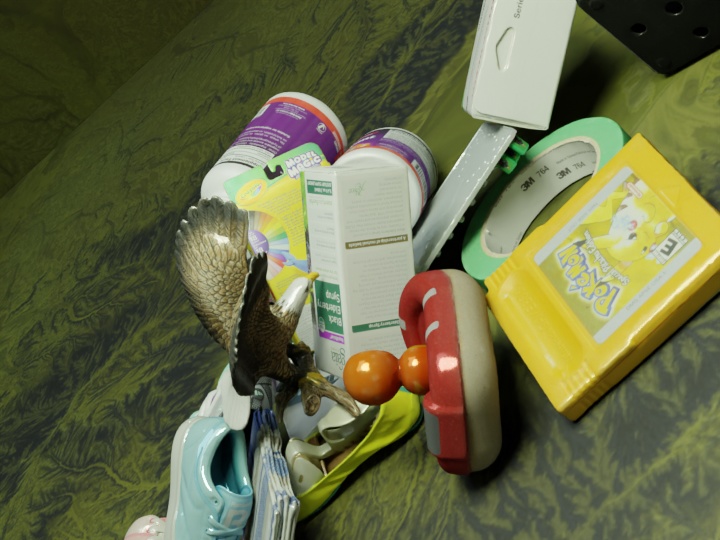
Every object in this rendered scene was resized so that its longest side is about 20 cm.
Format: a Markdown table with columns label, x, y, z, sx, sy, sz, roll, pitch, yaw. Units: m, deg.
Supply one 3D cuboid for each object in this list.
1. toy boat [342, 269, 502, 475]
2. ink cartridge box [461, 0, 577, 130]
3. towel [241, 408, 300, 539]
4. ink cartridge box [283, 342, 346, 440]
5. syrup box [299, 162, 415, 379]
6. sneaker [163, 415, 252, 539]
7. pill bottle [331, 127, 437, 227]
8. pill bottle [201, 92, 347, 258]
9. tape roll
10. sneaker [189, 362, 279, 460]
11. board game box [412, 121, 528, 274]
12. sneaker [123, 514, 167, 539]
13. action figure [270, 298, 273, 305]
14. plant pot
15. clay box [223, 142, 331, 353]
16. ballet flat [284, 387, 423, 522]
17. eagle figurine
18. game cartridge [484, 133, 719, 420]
| label | x | y | z | sx | sy | sz | roll | pitch | yaw |
| --- | --- | --- | --- | --- | --- | --- | --- | --- | --- |
| toy boat | 0.050 | 0.086 | 1.183 | 0.130 | 0.131 | 0.200 | -5 | 30 | 3 |
| ink cartridge box | 0.164 | -0.229 | 1.444 | 0.200 | 0.084 | 0.146 | -86 | 7 | -80 |
| towel | -0.088 | 0.234 | 1.297 | 0.200 | 0.024 | 0.147 | -118 | 35 | -68 |
| ink cartridge box | -0.014 | 0.094 | 1.444 | 0.176 | 0.045 | 0.200 | -48 | 22 | 6 |
| syrup box | 0.000 | 0.000 | 1.304 | 0.079 | 0.081 | 0.200 | 14 | 109 | 63 |
| sneaker | -0.140 | 0.239 | 1.313 | 0.082 | 0.074 | 0.200 | -13 | 80 | 50 |
| pill bottle | 0.028 | -0.101 | 1.556 | 0.111 | 0.111 | 0.200 | -41 | 4 | 19 |
| pill bottle | -0.103 | -0.103 | 1.538 | 0.112 | 0.112 | 0.200 | -23 | 26 | 48 |
| tape roll | 0.186 | -0.057 | 1.311 | 0.200 | 0.048 | 0.201 | -41 | 23 | 22 |
| sneaker | -0.149 | 0.191 | 1.438 | 0.140 | 0.078 | 0.200 | -84 | 17 | -59 |
| board game box | 0.097 | -0.060 | 1.415 | 0.200 | 0.026 | 0.200 | -56 | 7 | 5 |
| sneaker | -0.209 | 0.306 | 1.419 | 0.105 | 0.075 | 0.200 | -62 | 20 | -17 |
| action figure | -0.091 | -0.002 | 1.558 | 0.149 | 0.134 | 0.200 | 18 | 51 | 19 |
| plant pot | 0.306 | -0.318 | 1.338 | 0.199 | 0.200 | 0.178 | -29 | 39 | 40 |
| clay box | -0.053 | -0.022 | 1.428 | 0.115 | 0.200 | 0.048 | -25 | -6 | -9 |
| ballet flat | -0.030 | 0.169 | 1.307 | 0.200 | 0.067 | 0.067 | -40 | 47 | 19 |
| eagle figurine | -0.097 | 0.045 | 1.254 | 0.152 | 0.200 | 0.151 | -7 | 52 | 34 |
| game cartridge | 0.205 | 0.001 | 1.140 | 0.200 | 0.032 | 0.176 | -44 | 39 | 11 |
